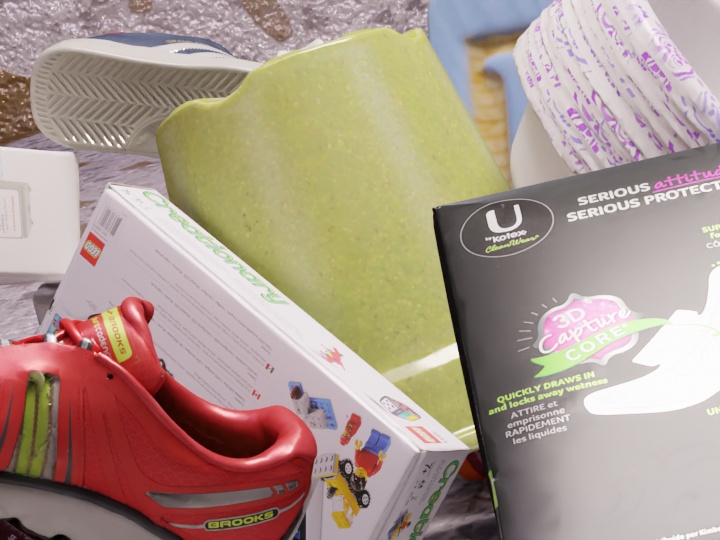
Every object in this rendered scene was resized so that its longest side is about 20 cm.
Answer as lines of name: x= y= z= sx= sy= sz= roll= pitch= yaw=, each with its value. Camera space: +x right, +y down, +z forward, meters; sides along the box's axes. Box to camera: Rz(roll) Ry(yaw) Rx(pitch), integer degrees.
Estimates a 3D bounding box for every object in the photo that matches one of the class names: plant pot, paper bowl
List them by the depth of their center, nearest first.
paper bowl: x=0.143 y=-0.035 z=0.913 sx=0.104 sy=0.201 sz=0.201 roll=-44 pitch=0 yaw=22
plant pot: x=0.000 y=0.000 z=0.946 sx=0.199 sy=0.185 sz=0.200 roll=-21 pitch=-5 yaw=-2

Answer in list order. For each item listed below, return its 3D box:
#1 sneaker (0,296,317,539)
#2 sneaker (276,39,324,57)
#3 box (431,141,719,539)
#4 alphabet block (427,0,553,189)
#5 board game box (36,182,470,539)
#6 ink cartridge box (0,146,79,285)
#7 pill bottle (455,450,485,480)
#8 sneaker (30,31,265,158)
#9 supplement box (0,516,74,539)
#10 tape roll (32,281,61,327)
sneaker: x=-0.106 y=0.041 z=0.738 sx=0.199 sy=0.085 sz=0.077 roll=24 pitch=18 yaw=-18
sneaker: x=-0.043 y=-0.072 z=1.171 sx=0.070 sy=0.081 sz=0.200 roll=-10 pitch=17 yaw=9
box: x=0.105 y=0.077 z=0.692 sx=0.124 sy=0.149 sz=0.200 roll=-12 pitch=37 yaw=4
alphabet block: x=0.177 y=-0.082 z=1.276 sx=0.196 sy=0.197 sz=0.199 roll=-2 pitch=3 yaw=38
board game box: x=-0.059 y=0.069 z=0.862 sx=0.200 sy=0.127 sz=0.035 roll=39 pitch=20 yaw=33
ink cartridge box: x=-0.221 y=-0.026 z=1.066 sx=0.116 sy=0.068 sz=0.200 roll=-3 pitch=-4 yaw=35
pill bottle: x=0.130 y=0.043 z=1.056 sx=0.199 sy=0.110 sz=0.110 roll=-8 pitch=13 yaw=25
sneaker: x=-0.064 y=-0.082 z=1.082 sx=0.199 sy=0.075 sz=0.084 roll=19 pitch=22 yaw=18
supplement box: x=-0.161 y=0.073 z=0.802 sx=0.199 sy=0.061 sz=0.109 roll=32 pitch=18 yaw=9
tape roll: x=-0.062 y=0.054 z=1.145 sx=0.201 sy=0.140 sz=0.203 roll=-12 pitch=12 yaw=3
